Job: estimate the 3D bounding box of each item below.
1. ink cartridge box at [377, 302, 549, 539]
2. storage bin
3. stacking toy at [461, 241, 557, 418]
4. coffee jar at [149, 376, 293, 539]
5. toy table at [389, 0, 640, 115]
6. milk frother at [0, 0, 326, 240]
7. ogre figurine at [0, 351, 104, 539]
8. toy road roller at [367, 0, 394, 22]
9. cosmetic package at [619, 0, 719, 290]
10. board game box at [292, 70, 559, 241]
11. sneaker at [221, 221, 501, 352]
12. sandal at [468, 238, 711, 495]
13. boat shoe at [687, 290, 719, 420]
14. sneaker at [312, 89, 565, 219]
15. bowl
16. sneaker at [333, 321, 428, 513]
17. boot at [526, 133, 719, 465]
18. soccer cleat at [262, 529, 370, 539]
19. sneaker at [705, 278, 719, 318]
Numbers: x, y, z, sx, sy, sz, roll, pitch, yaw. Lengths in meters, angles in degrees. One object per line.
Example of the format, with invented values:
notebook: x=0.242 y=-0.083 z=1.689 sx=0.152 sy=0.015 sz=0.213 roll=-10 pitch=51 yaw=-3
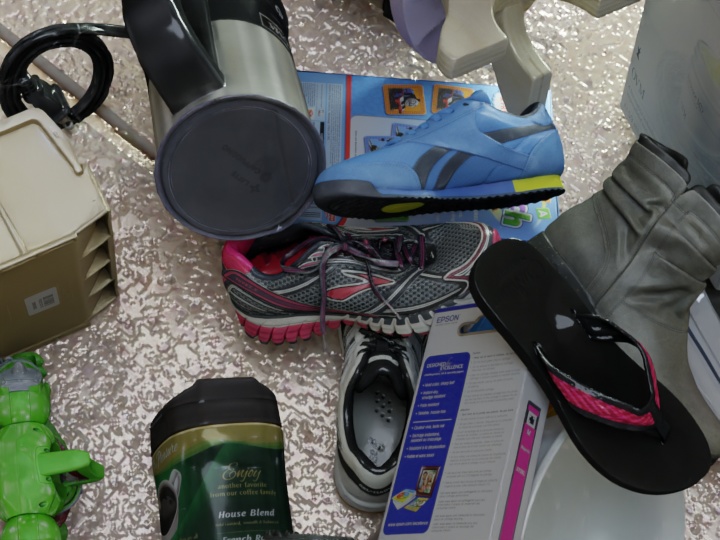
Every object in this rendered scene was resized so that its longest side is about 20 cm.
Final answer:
ink cartridge box: x=0.068 y=0.115 z=1.207 sx=0.037 sy=0.094 sz=0.202 roll=33 pitch=60 yaw=-39
storage bin: x=-0.270 y=-0.003 z=1.268 sx=0.197 sy=0.200 sz=0.094 roll=-24 pitch=75 yaw=-13
stacking toy: x=0.157 y=0.084 z=1.337 sx=0.199 sy=0.110 sz=0.117 roll=33 pitch=37 yaw=-15
coffee jar: x=-0.090 y=0.177 z=1.271 sx=0.084 sy=0.104 sz=0.202 roll=-1 pitch=70 yaw=-21
toy table: x=0.102 y=-0.207 z=1.347 sx=0.183 sy=0.201 sz=0.117 roll=-32 pitch=56 yaw=-18
milk frother: x=-0.145 y=-0.110 z=1.325 sx=0.180 sy=0.200 sz=0.189 roll=35 pitch=22 yaw=-30
ogre figurine: x=-0.221 y=0.142 z=1.264 sx=0.097 sy=0.120 sz=0.202 roll=12 pitch=69 yaw=-1
toy road roller: x=0.041 y=-0.294 z=1.425 sx=0.122 sy=0.146 sz=0.201 roll=32 pitch=71 yaw=8
cosmetic package: x=0.285 y=-0.131 z=1.326 sx=0.122 sy=0.201 sz=0.200 roll=-7 pitch=48 yaw=-15
board game box: x=0.045 y=-0.075 z=1.388 sx=0.198 sy=0.037 sz=0.152 roll=3 pitch=53 yaw=-3
sneaker: x=0.000 y=0.000 z=1.297 sx=0.198 sy=0.075 sz=0.081 roll=-10 pitch=44 yaw=11
sandal: x=0.146 y=0.061 z=1.179 sx=0.200 sy=0.045 sz=0.075 roll=48 pitch=61 yaw=-3
boat shoe: x=0.247 y=0.090 z=1.330 sx=0.066 sy=0.074 sz=0.201 roll=-28 pitch=107 yaw=10
sneaker: x=0.051 y=-0.080 z=1.299 sx=0.198 sy=0.066 sz=0.079 roll=-7 pitch=84 yaw=-29
bowl: x=0.130 y=0.183 z=1.273 sx=0.090 sy=0.201 sz=0.202 roll=7 pitch=63 yaw=42
sneaker: x=0.021 y=0.066 z=1.330 sx=0.075 sy=0.088 sz=0.202 roll=1 pitch=69 yaw=-3
boot: x=0.209 y=0.017 z=1.242 sx=0.130 sy=0.068 sz=0.201 roll=-39 pitch=81 yaw=13
soccer cleat: x=0.000 y=0.214 z=1.240 sx=0.068 sy=0.199 sz=0.074 roll=1 pitch=80 yaw=34
sneaker: x=0.253 y=0.008 z=1.384 sx=0.198 sy=0.071 sz=0.100 roll=11 pitch=68 yaw=-7
